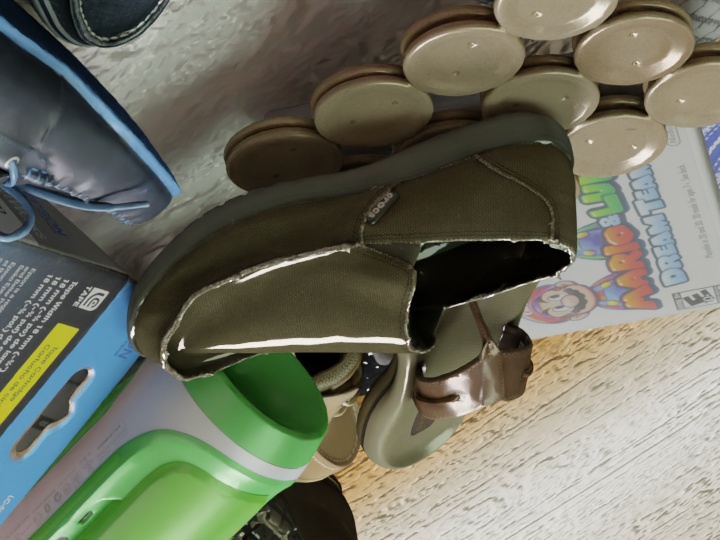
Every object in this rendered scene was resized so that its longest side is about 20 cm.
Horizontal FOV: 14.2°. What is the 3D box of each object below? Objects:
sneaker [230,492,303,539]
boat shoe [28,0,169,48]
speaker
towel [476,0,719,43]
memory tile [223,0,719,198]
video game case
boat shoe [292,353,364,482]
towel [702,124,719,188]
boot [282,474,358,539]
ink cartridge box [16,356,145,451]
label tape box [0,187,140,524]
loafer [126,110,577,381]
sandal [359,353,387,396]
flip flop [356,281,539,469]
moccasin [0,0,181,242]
[{"bbox_3d":[-0.107,0.172,1.377,0.200,0.089,0.079,-47,125,-24],"label":"sneaker"},{"bbox_3d":[-0.070,-0.129,1.021,0.071,0.091,0.200,-21,150,-27],"label":"boat shoe"},{"bbox_3d":[-0.106,0.110,1.277,0.200,0.089,0.088,-45,152,22],"label":"speaker"},{"bbox_3d":[0.117,-0.173,1.175,0.200,0.086,0.166,6,140,-46],"label":"towel"},{"bbox_3d":[0.055,-0.064,1.202,0.200,0.017,0.153,-29,144,33],"label":"memory tile"},{"bbox_3d":[0.070,-0.026,1.306,0.181,0.024,0.200,-11,147,11],"label":"video game case"},{"bbox_3d":[-0.029,0.049,1.354,0.064,0.071,0.200,-3,157,18],"label":"boat shoe"},{"bbox_3d":[0.239,-0.085,1.528,0.200,0.024,0.145,-4,139,-46],"label":"towel"},{"bbox_3d":[-0.048,0.130,1.462,0.075,0.097,0.200,-42,153,15],"label":"boot"},{"bbox_3d":[-0.185,0.093,1.301,0.163,0.057,0.200,-49,155,25],"label":"ink cartridge box"},{"bbox_3d":[-0.183,0.027,1.160,0.144,0.063,0.200,-49,151,11],"label":"label tape box"},{"bbox_3d":[0.000,0.000,1.181,0.200,0.070,0.075,-23,149,3],"label":"loafer"},{"bbox_3d":[0.034,-0.004,1.404,0.075,0.045,0.200,16,141,-32],"label":"sandal"},{"bbox_3d":[0.047,0.045,1.316,0.081,0.058,0.200,-20,155,-25],"label":"flip flop"},{"bbox_3d":[-0.143,-0.065,1.071,0.068,0.080,0.200,-45,139,4],"label":"moccasin"}]
